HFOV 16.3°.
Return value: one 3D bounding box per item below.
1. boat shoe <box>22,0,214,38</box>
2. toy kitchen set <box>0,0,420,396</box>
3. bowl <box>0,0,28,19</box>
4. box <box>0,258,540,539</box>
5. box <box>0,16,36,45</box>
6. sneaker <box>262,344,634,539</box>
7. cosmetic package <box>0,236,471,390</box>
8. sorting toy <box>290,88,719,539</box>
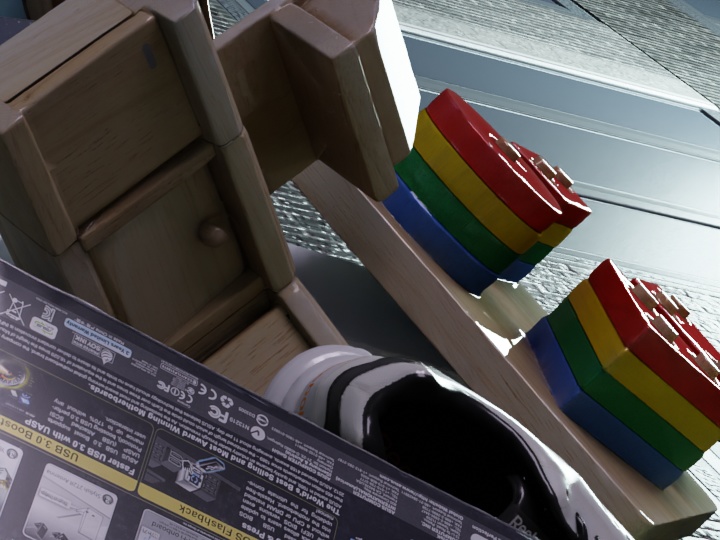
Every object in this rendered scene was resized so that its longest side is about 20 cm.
[{"bbox_3d":[-0.088,-0.065,1.047,0.074,0.201,0.076,5,26,42],"label":"boat shoe"},{"bbox_3d":[0.000,0.000,0.838,0.163,0.201,0.180,-38,45,-19],"label":"toy kitchen set"},{"bbox_3d":[-0.168,-0.103,1.130,0.200,0.200,0.106,3,65,-45],"label":"bowl"},{"bbox_3d":[-0.042,0.106,0.646,0.199,0.049,0.162,28,45,-15],"label":"box"},{"bbox_3d":[-0.219,-0.057,0.979,0.199,0.136,0.038,2,64,-47],"label":"box"},{"bbox_3d":[0.054,0.099,0.768,0.200,0.074,0.080,39,-16,-11],"label":"sneaker"},{"bbox_3d":[-0.062,0.028,1.004,0.199,0.072,0.102,17,17,-15],"label":"cosmetic package"},{"bbox_3d":[0.080,0.014,1.026,0.200,0.070,0.199,49,9,13],"label":"sorting toy"}]
